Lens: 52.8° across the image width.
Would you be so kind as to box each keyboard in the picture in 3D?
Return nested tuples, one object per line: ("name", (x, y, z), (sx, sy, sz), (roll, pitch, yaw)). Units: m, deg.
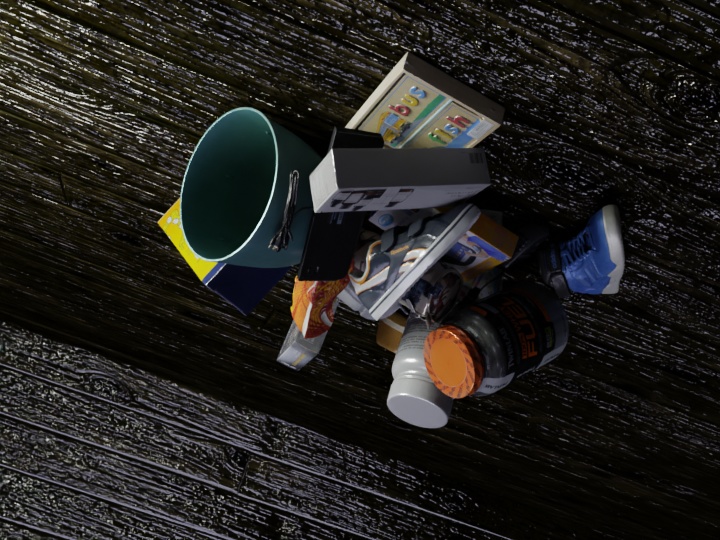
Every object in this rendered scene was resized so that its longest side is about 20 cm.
("keyboard", (-0.047, -0.078, 0.893), (0.125, 0.203, 0.021), (0, -154, -35))

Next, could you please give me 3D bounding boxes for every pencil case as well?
("pencil case", (0.041, 0.002, 1.025), (0.198, 0.089, 0.079), (25, 143, 28))

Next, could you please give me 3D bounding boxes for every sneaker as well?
("sneaker", (-0.065, 0.019, 1.027), (0.072, 0.078, 0.201), (-18, 151, -34))
("sneaker", (0.061, -0.028, 0.919), (0.080, 0.200, 0.078), (48, -158, 7))
("sneaker", (0.292, -0.020, 0.974), (0.109, 0.078, 0.200), (-4, 158, 14))

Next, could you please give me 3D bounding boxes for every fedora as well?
("fedora", (0.086, 0.116, 1.343), (0.198, 0.083, 0.201), (23, -173, -3))

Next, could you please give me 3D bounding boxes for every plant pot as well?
("plant pot", (-0.121, -0.096, 0.984), (0.198, 0.204, 0.160), (-4, 166, 42))

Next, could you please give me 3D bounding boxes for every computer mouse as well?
("computer mouse", (0.190, -0.001, 1.035), (0.034, 0.200, 0.058), (51, -159, 18))

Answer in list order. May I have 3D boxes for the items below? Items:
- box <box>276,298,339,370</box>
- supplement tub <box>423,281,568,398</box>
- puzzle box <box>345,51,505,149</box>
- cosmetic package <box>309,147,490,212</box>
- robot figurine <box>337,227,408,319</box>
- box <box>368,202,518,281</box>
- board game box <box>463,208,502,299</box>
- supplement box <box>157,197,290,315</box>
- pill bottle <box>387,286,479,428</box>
("box", (-0.078, 0.065, 1.296), (0.048, 0.202, 0.158), (25, 156, -9))
("supplement tub", (0.189, 0.098, 1.017), (0.198, 0.124, 0.122), (-19, -178, -37))
("puzzle box", (0.066, -0.172, 0.875), (0.131, 0.026, 0.200), (25, 157, -14))
("cosmetic package", (0.047, -0.105, 0.850), (0.197, 0.052, 0.082), (-5, 169, -23))
("robot figurine", (0.000, 0.000, 1.167), (0.199, 0.170, 0.113), (38, 115, -3))
("box", (0.101, -0.063, 0.986), (0.198, 0.042, 0.119), (29, 154, -13))
("board game box", (0.147, -0.018, 1.101), (0.132, 0.035, 0.201), (10, 144, 18))
("supplement box", (-0.221, -0.042, 1.163), (0.200, 0.110, 0.109), (43, 179, 42))
("pill bottle", (0.112, 0.127, 1.108), (0.112, 0.202, 0.114), (15, 146, 11))
